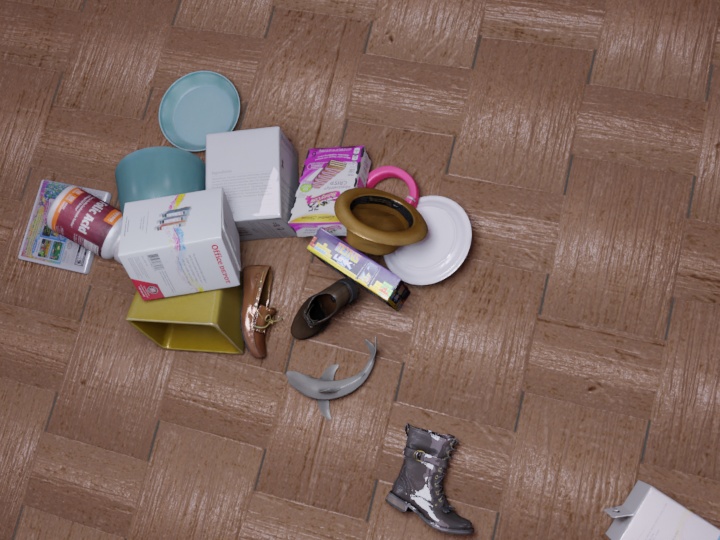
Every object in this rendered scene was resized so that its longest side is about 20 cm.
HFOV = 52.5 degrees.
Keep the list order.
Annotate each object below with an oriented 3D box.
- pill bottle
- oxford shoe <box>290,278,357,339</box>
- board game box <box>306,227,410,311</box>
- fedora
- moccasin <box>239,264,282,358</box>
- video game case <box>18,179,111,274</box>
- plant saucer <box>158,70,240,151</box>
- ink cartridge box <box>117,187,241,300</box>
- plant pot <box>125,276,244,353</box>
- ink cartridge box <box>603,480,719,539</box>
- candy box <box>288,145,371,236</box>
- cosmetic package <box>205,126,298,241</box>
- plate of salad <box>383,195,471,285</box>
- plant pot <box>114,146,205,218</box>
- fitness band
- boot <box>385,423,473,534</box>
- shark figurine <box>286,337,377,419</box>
[{"bbox_3d":[-0.585,-0.096,1.641,0.200,0.114,0.114,29,85,-1],"label":"pill bottle"},{"bbox_3d":[-0.096,0.087,1.514,0.073,0.084,0.200,50,128,8],"label":"oxford shoe"},{"bbox_3d":[0.000,0.000,1.508,0.200,0.165,0.057,33,86,14],"label":"board game box"},{"bbox_3d":[0.033,-0.087,1.464,0.201,0.201,0.082,32,126,14],"label":"fedora"},{"bbox_3d":[-0.214,0.088,1.576,0.078,0.074,0.202,-3,76,14],"label":"moccasin"},{"bbox_3d":[-0.698,-0.105,1.725,0.182,0.024,0.200,11,82,12],"label":"video game case"},{"bbox_3d":[-0.373,-0.369,1.715,0.200,0.036,0.200,-2,79,9],"label":"plant saucer"},{"bbox_3d":[-0.346,-0.051,1.425,0.200,0.145,0.145,-8,49,1],"label":"ink cartridge box"},{"bbox_3d":[-0.350,0.049,1.552,0.194,0.196,0.200,2,68,10],"label":"plant pot"},{"bbox_3d":[0.553,0.482,1.331,0.200,0.129,0.125,33,85,14],"label":"ink cartridge box"},{"bbox_3d":[-0.064,-0.170,1.567,0.136,0.061,0.200,0,61,21],"label":"candy box"},{"bbox_3d":[-0.231,-0.183,1.584,0.166,0.167,0.200,-4,79,9],"label":"cosmetic package"},{"bbox_3d":[0.142,-0.062,1.548,0.200,0.048,0.200,-8,69,23],"label":"plate of salad"},{"bbox_3d":[-0.422,-0.142,1.574,0.200,0.201,0.161,-15,61,7],"label":"plant pot"},{"bbox_3d":[0.039,-0.133,1.575,0.144,0.037,0.200,32,87,31],"label":"fitness band"},{"bbox_3d":[0.154,0.410,1.447,0.200,0.069,0.174,21,84,15],"label":"boot"},{"bbox_3d":[-0.043,0.229,1.511,0.214,0.090,0.128,-24,77,6],"label":"shark figurine"}]
